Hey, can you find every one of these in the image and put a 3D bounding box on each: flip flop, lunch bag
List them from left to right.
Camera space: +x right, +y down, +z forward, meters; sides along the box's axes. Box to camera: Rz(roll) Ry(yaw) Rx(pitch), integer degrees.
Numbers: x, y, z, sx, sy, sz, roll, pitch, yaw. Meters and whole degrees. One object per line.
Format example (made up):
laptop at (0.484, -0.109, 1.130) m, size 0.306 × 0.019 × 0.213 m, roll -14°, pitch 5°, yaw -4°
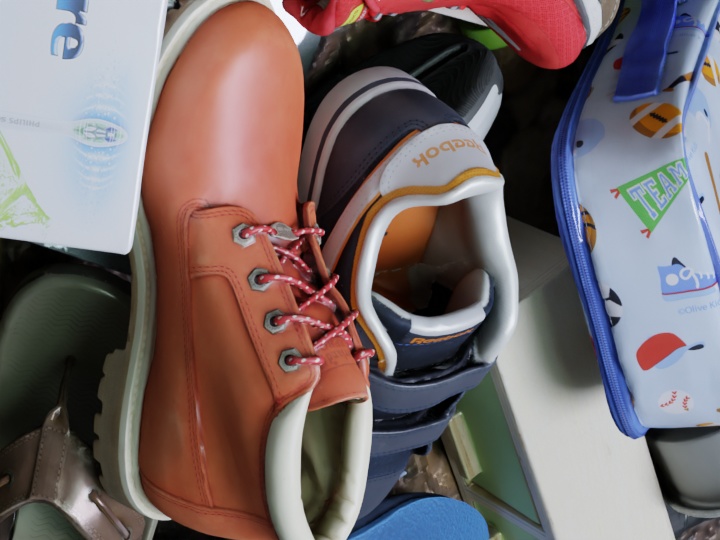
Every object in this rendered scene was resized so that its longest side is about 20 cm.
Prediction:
flip flop at (-0.117, 0.095, 0.787) m, size 0.080 × 0.058 × 0.202 m, roll 15°, pitch 106°, yaw -4°
lunch bag at (0.138, -0.035, 0.891) m, size 0.200 × 0.075 × 0.161 m, roll -64°, pitch 138°, yaw -56°

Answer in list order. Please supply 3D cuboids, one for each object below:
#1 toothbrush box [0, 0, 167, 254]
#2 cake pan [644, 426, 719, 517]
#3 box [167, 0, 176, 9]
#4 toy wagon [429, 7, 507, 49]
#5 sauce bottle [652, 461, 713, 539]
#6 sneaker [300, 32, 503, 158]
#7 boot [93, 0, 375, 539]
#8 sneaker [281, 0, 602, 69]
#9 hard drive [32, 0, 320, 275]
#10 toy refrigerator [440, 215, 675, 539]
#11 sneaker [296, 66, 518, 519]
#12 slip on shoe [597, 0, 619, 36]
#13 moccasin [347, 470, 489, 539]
toothbrush box at (-0.159, -0.097, 0.633) m, size 0.198 × 0.086 × 0.147 m, roll 8°, pitch 102°, yaw -10°
cake pan at (0.203, 0.028, 0.953) m, size 0.037 × 0.200 × 0.200 m, roll 45°, pitch 76°, yaw -13°
box at (-0.102, -0.197, 0.694) m, size 0.109 × 0.035 × 0.202 m, roll 7°, pitch 98°, yaw -17°
toy wagon at (0.077, -0.196, 0.863) m, size 0.200 × 0.039 × 0.156 m, roll -39°, pitch 126°, yaw -20°
sauce bottle at (0.215, 0.087, 1.057) m, size 0.199 × 0.066 × 0.067 m, roll -20°, pitch 117°, yaw -28°
sneaker at (0.000, 0.000, 0.864) m, size 0.201 × 0.076 × 0.115 m, roll -48°, pitch 137°, yaw -4°
boot at (-0.032, 0.002, 0.720) m, size 0.075 × 0.107 × 0.202 m, roll -11°, pitch 111°, yaw -44°
sneaker at (0.009, -0.118, 0.743) m, size 0.199 × 0.077 × 0.085 m, roll 32°, pitch 85°, yaw -40°
hard drive at (-0.081, -0.103, 0.763) m, size 0.139 × 0.033 × 0.201 m, roll 19°, pitch 93°, yaw -28°
toy refrigerator at (0.081, 0.079, 0.942) m, size 0.070 × 0.076 × 0.201 m, roll -35°, pitch 125°, yaw -22°
sneaker at (0.008, 0.029, 0.782) m, size 0.078 × 0.079 × 0.201 m, roll -14°, pitch 127°, yaw -30°
slip on shoe at (0.075, -0.177, 0.802) m, size 0.076 × 0.060 × 0.201 m, roll -27°, pitch 121°, yaw -28°
moccasin at (-0.017, 0.126, 0.884) m, size 0.199 × 0.068 × 0.081 m, roll 3°, pitch 93°, yaw -55°
